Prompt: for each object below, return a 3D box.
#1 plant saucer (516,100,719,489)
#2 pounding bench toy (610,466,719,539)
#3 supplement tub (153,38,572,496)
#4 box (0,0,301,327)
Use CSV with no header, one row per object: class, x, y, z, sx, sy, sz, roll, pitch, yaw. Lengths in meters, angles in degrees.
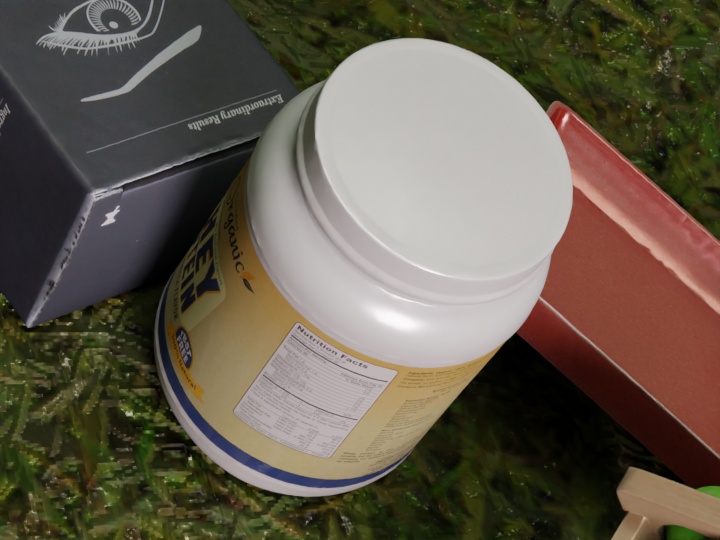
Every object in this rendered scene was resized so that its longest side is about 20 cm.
plant saucer,0.141,0.020,1.372,0.200,0.037,0.200,42,28,-2
pounding bench toy,0.121,0.169,1.162,0.199,0.124,0.156,20,66,30
supplement tub,0.000,0.000,1.226,0.144,0.200,0.145,12,55,-18
box,-0.143,-0.094,1.307,0.148,0.104,0.200,-20,64,-40
